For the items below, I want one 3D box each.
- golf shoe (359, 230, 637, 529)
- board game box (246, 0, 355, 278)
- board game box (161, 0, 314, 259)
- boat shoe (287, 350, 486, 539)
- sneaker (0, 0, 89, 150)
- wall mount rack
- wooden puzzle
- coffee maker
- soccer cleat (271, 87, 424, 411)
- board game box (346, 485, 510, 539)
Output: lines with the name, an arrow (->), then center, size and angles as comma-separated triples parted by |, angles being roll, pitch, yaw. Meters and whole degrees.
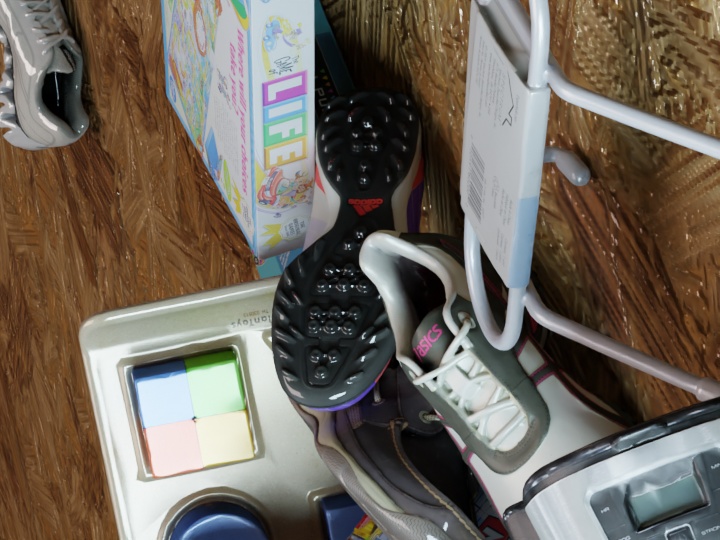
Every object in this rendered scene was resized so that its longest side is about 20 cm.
golf shoe -> 0.059, 0.060, 1.105 | 0.077, 0.088, 0.200 | -49, 46, 18
board game box -> -0.036, -0.063, 1.414 | 0.151, 0.047, 0.200 | 109, 144, -60
board game box -> -0.064, -0.120, 1.290 | 0.200, 0.034, 0.134 | 92, 155, -50
boat shoe -> 0.022, 0.077, 1.187 | 0.075, 0.073, 0.200 | 50, 180, -27
sneaker -> -0.256, -0.193, 2.001 | 0.081, 0.075, 0.200 | 11, 117, 56
wall mount rack -> 0.094, -0.038, 0.991 | 0.174, 0.075, 0.200 | -116, 21, -46
wooden puzzle -> -0.038, 0.102, 1.306 | 0.046, 0.185, 0.200 | -123, 23, -74
coffee maker -> 0.133, 0.160, 0.901 | 0.192, 0.135, 0.200 | 115, 139, -65
soccer cleat -> 0.000, 0.000, 1.235 | 0.073, 0.068, 0.200 | 80, -167, -47
board game box -> 0.046, 0.177, 1.153 | 0.062, 0.200, 0.200 | 48, 162, -25
